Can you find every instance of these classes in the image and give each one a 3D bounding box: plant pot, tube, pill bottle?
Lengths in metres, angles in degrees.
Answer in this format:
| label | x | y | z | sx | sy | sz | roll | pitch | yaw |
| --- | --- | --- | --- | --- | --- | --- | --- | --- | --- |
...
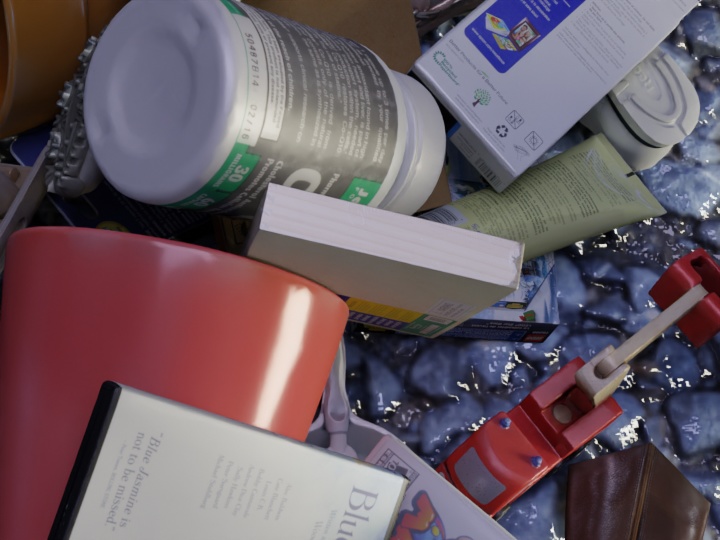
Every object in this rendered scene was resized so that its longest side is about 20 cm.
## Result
| label | x | y | z | sx | sy | sz | roll | pitch | yaw |
| --- | --- | --- | --- | --- | --- | --- | --- | --- | --- |
| plant pot | -0.198 | -0.201 | 0.939 | 0.182 | 0.200 | 0.201 | -23 | 72 | -37 |
| tube | 0.105 | -0.033 | 0.956 | 0.199 | 0.052 | 0.059 | -23 | 103 | -25 |
| plant pot | -0.119 | 0.087 | 0.821 | 0.199 | 0.200 | 0.179 | 13 | 79 | -6 |
| pill bottle | -0.045 | -0.082 | 0.811 | 0.199 | 0.113 | 0.114 | 7 | 57 | -52 |

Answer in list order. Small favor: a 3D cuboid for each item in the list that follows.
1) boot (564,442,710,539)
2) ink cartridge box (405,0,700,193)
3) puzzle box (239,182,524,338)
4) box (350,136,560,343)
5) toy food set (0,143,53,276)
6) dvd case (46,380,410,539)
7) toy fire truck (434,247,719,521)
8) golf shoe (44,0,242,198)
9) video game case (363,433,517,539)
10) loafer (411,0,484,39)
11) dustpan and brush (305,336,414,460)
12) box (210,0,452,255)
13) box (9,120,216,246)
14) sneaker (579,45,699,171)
| label | x | y | z | sx | sy | sz | roll | pitch | yaw |
| --- | --- | --- | --- | --- | --- | --- | --- | --- | --- |
| boot | 0.119 | 0.190 | 0.895 | 0.185 | 0.064 | 0.201 | 20 | 62 | -8 |
| ink cartridge box | 0.128 | -0.151 | 0.959 | 0.200 | 0.039 | 0.100 | -42 | 88 | -21 |
| puzzle box | 0.000 | 0.000 | 0.798 | 0.132 | 0.200 | 0.026 | 12 | 78 | -8 |
| box | 0.060 | -0.053 | 1.001 | 0.136 | 0.040 | 0.202 | 5 | 65 | -12 |
| toy food set | -0.289 | -0.026 | 0.865 | 0.198 | 0.061 | 0.144 | 8 | 60 | 25 |
| dvd case | -0.070 | 0.151 | 0.750 | 0.199 | 0.017 | 0.144 | 23 | 84 | -38 |
| toy fire truck | 0.141 | 0.073 | 0.900 | 0.199 | 0.141 | 0.049 | -29 | 73 | -40 |
| golf shoe | -0.109 | -0.122 | 0.844 | 0.097 | 0.078 | 0.201 | 29 | 81 | -24 |
| video game case | 0.020 | 0.225 | 0.816 | 0.182 | 0.024 | 0.200 | 38 | 85 | 22 |
| loafer | 0.046 | -0.208 | 1.055 | 0.199 | 0.063 | 0.072 | -23 | 74 | -21 |
| dustpan and brush | -0.014 | 0.120 | 0.895 | 0.138 | 0.057 | 0.202 | -4 | 67 | -14 |
| box | -0.033 | -0.122 | 0.925 | 0.162 | 0.021 | 0.202 | -14 | 94 | -24 |
| box | -0.115 | -0.074 | 0.952 | 0.199 | 0.033 | 0.121 | -28 | 64 | -32 |
| sneaker | 0.156 | -0.161 | 1.034 | 0.076 | 0.081 | 0.201 | -25 | 83 | -20 |
